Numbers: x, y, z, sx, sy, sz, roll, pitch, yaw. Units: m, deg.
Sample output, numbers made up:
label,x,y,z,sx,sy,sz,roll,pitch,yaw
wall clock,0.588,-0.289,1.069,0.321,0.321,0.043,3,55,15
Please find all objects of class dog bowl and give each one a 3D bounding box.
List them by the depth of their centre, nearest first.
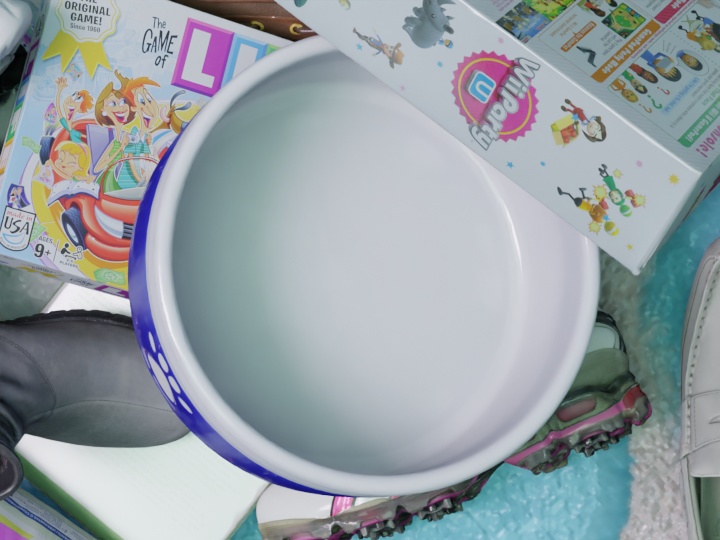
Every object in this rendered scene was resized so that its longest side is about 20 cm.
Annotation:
label,x,y,z,sx,sy,sz,roll,pitch,yaw
dog bowl,0.000,0.000,0.900,0.199,0.079,0.201,2,82,-17

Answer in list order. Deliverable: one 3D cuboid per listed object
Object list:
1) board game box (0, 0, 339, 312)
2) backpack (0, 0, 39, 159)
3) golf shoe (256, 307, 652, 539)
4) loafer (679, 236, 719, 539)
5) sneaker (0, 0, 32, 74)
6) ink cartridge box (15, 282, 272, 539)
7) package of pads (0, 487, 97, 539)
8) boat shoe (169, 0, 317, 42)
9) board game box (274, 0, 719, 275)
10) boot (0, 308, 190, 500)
label,x,y,z,sx,sy,sz,roll,pitch,yaw
board game box,-0.064,-0.045,0.947,0.199,0.034,0.135,16,80,-18
backpack,-0.234,-0.063,0.992,0.200,0.127,0.167,-34,103,9
golf shoe,0.036,0.073,0.995,0.199,0.073,0.092,-24,78,4
loafer,0.185,0.083,0.966,0.070,0.070,0.201,-3,96,10
sneaker,-0.242,-0.072,0.893,0.200,0.078,0.099,-45,99,0
ink cartridge box,-0.084,0.042,1.020,0.145,0.048,0.200,39,90,3
package of pads,-0.208,0.186,0.999,0.154,0.068,0.200,37,121,-17
boat shoe,-0.003,-0.137,0.980,0.199,0.072,0.068,7,131,1
board game box,0.080,-0.108,0.870,0.200,0.148,0.064,37,132,11
boot,-0.158,0.067,0.916,0.199,0.132,0.070,9,110,-15
